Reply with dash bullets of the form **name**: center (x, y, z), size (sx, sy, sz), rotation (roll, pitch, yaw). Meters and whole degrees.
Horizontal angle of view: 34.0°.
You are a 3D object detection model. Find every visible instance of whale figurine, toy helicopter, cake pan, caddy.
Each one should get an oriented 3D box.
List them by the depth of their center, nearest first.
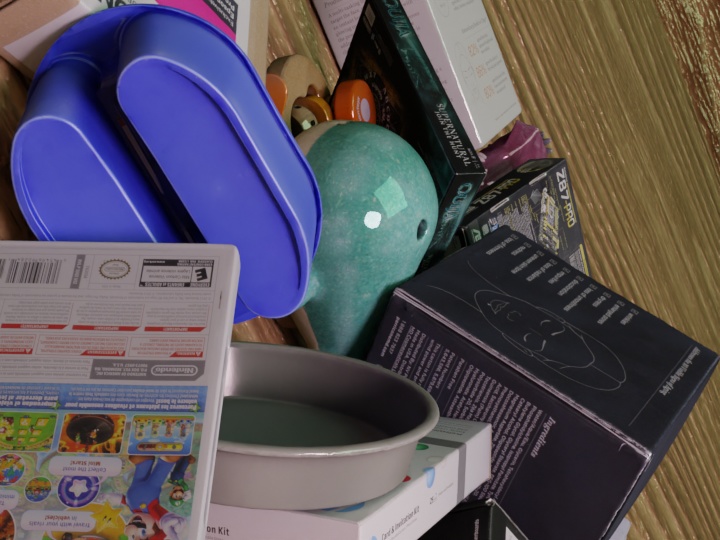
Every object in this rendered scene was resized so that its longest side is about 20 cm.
- **cake pan**: center (-0.056, 0.081, 0.650), size (0.200, 0.198, 0.037), rotation (-15, 114, -63)
- **caddy**: center (-0.105, -0.047, 0.660), size (0.201, 0.140, 0.105), rotation (60, 11, -22)
- **whale figurine**: center (0.000, 0.000, 0.811), size (0.158, 0.103, 0.203), rotation (-24, 119, -53)
- **toy helicopter**: center (-0.049, -0.060, 0.862), size (0.132, 0.078, 0.203), rotation (21, 68, -65)

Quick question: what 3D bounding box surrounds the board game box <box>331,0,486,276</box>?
- **board game box**: center (0.028, -0.101, 0.918), size (0.028, 0.136, 0.202), rotation (-3, 52, -24)

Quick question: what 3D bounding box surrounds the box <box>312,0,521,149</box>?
- **box**: center (0.054, -0.209, 1.106), size (0.202, 0.105, 0.152), rotation (67, 27, -10)

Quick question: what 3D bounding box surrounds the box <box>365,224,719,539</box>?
- **box**: center (0.125, 0.085, 0.841), size (0.195, 0.125, 0.199), rotation (31, 27, 19)

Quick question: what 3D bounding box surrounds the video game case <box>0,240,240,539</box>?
- **video game case**: center (-0.136, 0.072, 0.548), size (0.018, 0.141, 0.202), rotation (87, 5, -54)

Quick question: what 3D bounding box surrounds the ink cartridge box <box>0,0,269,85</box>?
- **ink cartridge box**: center (-0.142, -0.169, 0.746), size (0.200, 0.074, 0.167), rotation (40, 40, -48)

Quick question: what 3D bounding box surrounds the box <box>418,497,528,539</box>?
- **box**: center (0.022, 0.256, 0.702), size (0.086, 0.162, 0.202), rotation (50, 35, -37)

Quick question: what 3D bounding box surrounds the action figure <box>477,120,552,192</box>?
- **action figure**: center (0.096, -0.070, 1.119), size (0.199, 0.148, 0.136), rotation (-35, 123, -37)

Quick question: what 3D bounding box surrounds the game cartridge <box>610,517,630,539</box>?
- **game cartridge**: center (0.089, 0.186, 0.866), size (0.198, 0.041, 0.133), rotation (31, 48, 8)

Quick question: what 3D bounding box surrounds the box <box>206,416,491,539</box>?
- **box**: center (-0.026, 0.123, 0.697), size (0.199, 0.154, 0.042), rotation (-19, 111, -62)

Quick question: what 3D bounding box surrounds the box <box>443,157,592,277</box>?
- **box**: center (0.144, 0.023, 1.035), size (0.160, 0.049, 0.203), rotation (-32, 114, -38)
